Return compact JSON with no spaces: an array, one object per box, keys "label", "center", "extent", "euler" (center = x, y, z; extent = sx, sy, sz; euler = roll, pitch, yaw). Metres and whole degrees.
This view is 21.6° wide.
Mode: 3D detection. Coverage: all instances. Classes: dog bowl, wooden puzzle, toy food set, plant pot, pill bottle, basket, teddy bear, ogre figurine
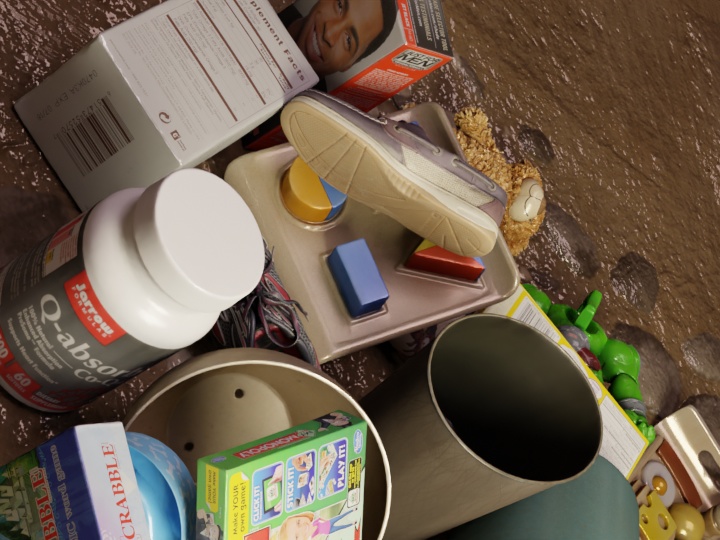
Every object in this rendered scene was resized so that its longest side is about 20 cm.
[{"label":"dog bowl","center":[-0.155,0.199,1.239],"extent":[0.050,0.111,0.201],"euler":[-31,122,-66]},{"label":"wooden puzzle","center":[0.012,-0.038,1.534],"extent":[0.199,0.046,0.186],"euler":[-19,74,-18]},{"label":"toy food set","center":[0.310,0.234,1.804],"extent":[0.144,0.060,0.200],"euler":[58,38,-5]},{"label":"plant pot","center":[-0.088,0.139,1.343],"extent":[0.200,0.200,0.135],"euler":[46,4,-18]},{"label":"pill bottle","center":[-0.166,0.013,1.295],"extent":[0.116,0.200,0.116],"euler":[26,50,-35]},{"label":"plant pot","center":[0.144,0.253,1.516],"extent":[0.200,0.200,0.197],"euler":[46,33,-19]},{"label":"basket","center":[0.055,0.137,1.460],"extent":[0.180,0.200,0.137],"euler":[10,58,-40]},{"label":"teddy bear","center":[0.104,-0.084,1.762],"extent":[0.200,0.067,0.146],"euler":[39,46,-25]},{"label":"ogre figurine","center":[0.187,0.079,1.724],"extent":[0.199,0.099,0.120],"euler":[16,33,14]}]

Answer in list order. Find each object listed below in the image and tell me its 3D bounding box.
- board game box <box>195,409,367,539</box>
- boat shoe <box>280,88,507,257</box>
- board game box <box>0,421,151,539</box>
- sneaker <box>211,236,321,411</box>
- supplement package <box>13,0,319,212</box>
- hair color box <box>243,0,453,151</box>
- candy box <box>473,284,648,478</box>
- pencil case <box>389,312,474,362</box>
[{"label":"board game box","center":[-0.053,0.205,1.242],"extent":[0.134,0.029,0.201],"euler":[-16,114,-48]},{"label":"boat shoe","center":[0.029,-0.086,1.501],"extent":[0.199,0.072,0.065],"euler":[32,57,-6]},{"label":"board game box","center":[-0.194,0.218,1.141],"extent":[0.041,0.199,0.201],"euler":[1,67,-47]},{"label":"sneaker","center":[-0.085,0.021,1.451],"extent":[0.080,0.075,0.201],"euler":[-32,84,-11]},{"label":"supplement package","center":[-0.148,-0.139,1.474],"extent":[0.118,0.117,0.200],"euler":[56,38,-3]},{"label":"hair color box","center":[-0.020,-0.181,1.575],"extent":[0.061,0.200,0.102],"euler":[11,59,-44]},{"label":"candy box","center":[0.163,0.110,1.614],"extent":[0.200,0.026,0.102],"euler":[50,50,-11]},{"label":"pencil case","center":[0.109,0.102,1.643],"extent":[0.089,0.078,0.200],"euler":[-41,100,-23]}]
